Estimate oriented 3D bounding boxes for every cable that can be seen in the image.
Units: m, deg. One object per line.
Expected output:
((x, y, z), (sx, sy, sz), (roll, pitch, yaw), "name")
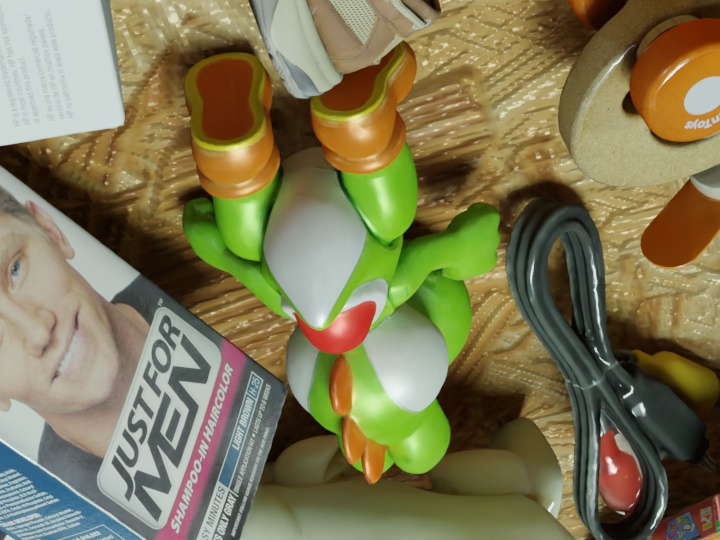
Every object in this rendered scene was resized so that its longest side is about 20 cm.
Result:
((0.097, 0.048, 1.232), (0.097, 0.050, 0.200), (-53, 132, -10), "cable")

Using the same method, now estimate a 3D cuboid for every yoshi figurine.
((-0.003, -0.010, 1.131), (0.112, 0.112, 0.200), (-37, 135, -22), "yoshi figurine")

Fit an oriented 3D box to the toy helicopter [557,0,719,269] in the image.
((0.168, -0.074, 1.088), (0.199, 0.079, 0.133), (-14, 138, -17), "toy helicopter")

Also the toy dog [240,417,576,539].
((-0.012, 0.145, 1.227), (0.199, 0.194, 0.140), (3, 105, -14), "toy dog")

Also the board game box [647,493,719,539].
((0.179, 0.124, 1.320), (0.102, 0.020, 0.200), (-4, 167, -14), "board game box")

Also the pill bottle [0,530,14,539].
((-0.188, 0.067, 1.146), (0.200, 0.112, 0.111), (26, 130, -39), "pill bottle")

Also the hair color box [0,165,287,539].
((-0.126, 0.039, 1.092), (0.060, 0.100, 0.200), (-19, 134, 43), "hair color box")

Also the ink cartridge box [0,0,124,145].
((-0.188, -0.106, 0.943), (0.199, 0.084, 0.145), (-9, 143, -2), "ink cartridge box")

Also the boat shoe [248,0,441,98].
((-0.018, -0.136, 0.965), (0.072, 0.076, 0.200), (-18, 152, 4), "boat shoe")
